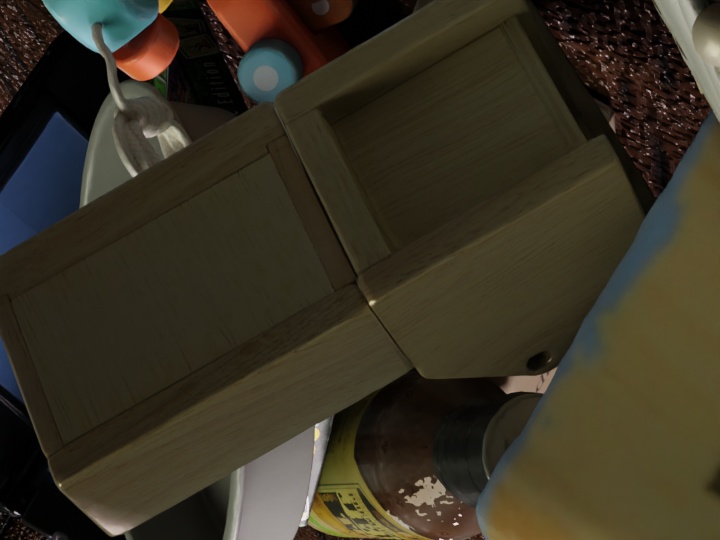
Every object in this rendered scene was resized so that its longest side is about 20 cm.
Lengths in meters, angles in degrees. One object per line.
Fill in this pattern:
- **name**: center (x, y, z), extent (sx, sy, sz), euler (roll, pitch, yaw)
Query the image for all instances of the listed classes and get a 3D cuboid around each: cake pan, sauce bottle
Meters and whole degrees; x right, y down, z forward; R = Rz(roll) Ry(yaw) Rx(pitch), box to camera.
- **cake pan**: center (-0.063, 0.027, 0.950), extent (0.036, 0.202, 0.200), euler (-6, 178, -21)
- **sauce bottle**: center (0.022, 0.069, 0.935), extent (0.065, 0.065, 0.200), euler (36, 165, -13)

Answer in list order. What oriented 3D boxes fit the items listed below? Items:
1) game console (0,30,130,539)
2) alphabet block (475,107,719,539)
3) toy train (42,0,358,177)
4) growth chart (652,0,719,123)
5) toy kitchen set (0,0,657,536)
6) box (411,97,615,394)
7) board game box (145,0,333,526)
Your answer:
- **game console**: center (-0.101, 0.020, 1.124), extent (0.118, 0.201, 0.172), euler (13, 155, 49)
- **alphabet block**: center (0.184, 0.062, 0.687), extent (0.199, 0.197, 0.195), euler (22, 163, 34)
- **toy train**: center (-0.050, -0.100, 0.848), extent (0.151, 0.055, 0.200), euler (53, -161, -6)
- **growth chart**: center (0.068, -0.083, 0.613), extent (0.145, 0.018, 0.201), euler (50, -166, -57)
- **toy kitchen set**: center (0.000, 0.000, 0.787), extent (0.164, 0.180, 0.200), euler (63, -175, 36)
- **box**: center (0.048, 0.000, 0.969), extent (0.077, 0.095, 0.200), euler (27, 165, 18)
- **board game box**: center (-0.052, -0.006, 0.995), extent (0.201, 0.023, 0.105), euler (-117, 27, -43)
